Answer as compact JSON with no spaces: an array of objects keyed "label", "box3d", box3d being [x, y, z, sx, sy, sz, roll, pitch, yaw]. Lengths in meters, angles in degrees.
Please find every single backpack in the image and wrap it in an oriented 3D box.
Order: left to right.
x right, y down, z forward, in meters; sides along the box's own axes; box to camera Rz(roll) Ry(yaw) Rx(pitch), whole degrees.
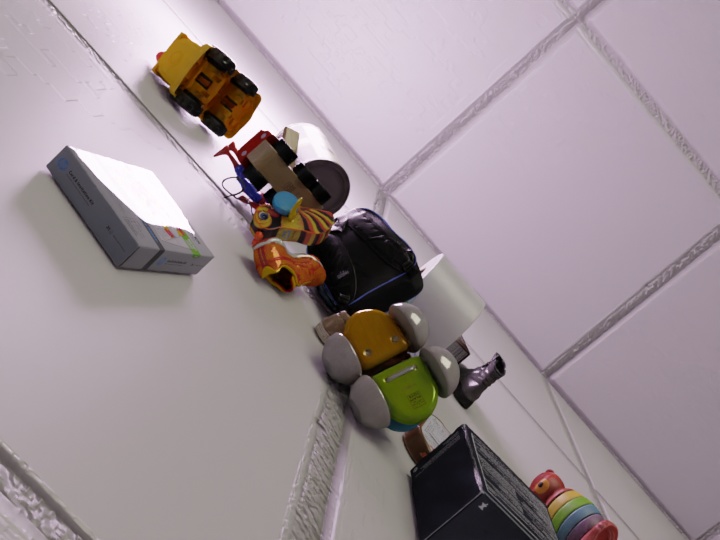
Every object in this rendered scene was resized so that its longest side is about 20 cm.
[{"label":"backpack","box3d":[0.000,0.000,1.673,0.200,0.182,0.147,53,-12,36]}]

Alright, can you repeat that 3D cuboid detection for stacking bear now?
[{"label":"stacking bear","box3d":[0.426,0.500,1.870,0.114,0.122,0.200,35,10,-46]}]

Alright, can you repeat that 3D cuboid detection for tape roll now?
[{"label":"tape roll","box3d":[0.141,0.082,1.881,0.139,0.202,0.203,48,11,-4]}]

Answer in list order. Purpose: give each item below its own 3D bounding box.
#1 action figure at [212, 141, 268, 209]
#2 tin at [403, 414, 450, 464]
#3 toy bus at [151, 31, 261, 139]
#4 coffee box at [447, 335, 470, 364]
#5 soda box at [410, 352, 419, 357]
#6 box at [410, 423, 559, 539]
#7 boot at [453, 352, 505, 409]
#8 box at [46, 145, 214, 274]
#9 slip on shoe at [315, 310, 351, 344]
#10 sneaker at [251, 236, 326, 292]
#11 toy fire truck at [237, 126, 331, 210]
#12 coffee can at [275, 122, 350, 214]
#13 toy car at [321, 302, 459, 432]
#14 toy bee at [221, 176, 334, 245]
[{"label":"action figure","box3d":[-0.199,-0.143,1.687,0.201,0.052,0.065,53,15,-8]},{"label":"tin","box3d":[0.127,0.299,1.520,0.112,0.042,0.200,47,10,7]},{"label":"toy bus","box3d":[-0.327,-0.385,1.843,0.192,0.136,0.200,37,-1,37]},{"label":"coffee box","box3d":[0.154,0.129,2.095,0.200,0.080,0.115,45,12,-21]},{"label":"soda box","box3d":[0.072,0.158,1.702,0.068,0.063,0.200,43,12,-23]},{"label":"box","box3d":[0.180,0.360,1.282,0.200,0.123,0.199,45,10,-12]},{"label":"boot","box3d":[0.277,0.237,2.085,0.070,0.132,0.200,46,11,-12]},{"label":"box","box3d":[-0.279,-0.069,1.124,0.156,0.041,0.200,52,10,13]},{"label":"slip on shoe","box3d":[0.000,0.121,1.545,0.200,0.061,0.076,38,15,-48]},{"label":"sneaker","box3d":[-0.118,0.007,1.497,0.200,0.072,0.078,22,51,-60]},{"label":"toy fire truck","box3d":[-0.150,-0.204,1.689,0.176,0.129,0.200,48,2,-41]},{"label":"coffee can","box3d":[-0.117,-0.225,2.037,0.146,0.146,0.200,42,12,-34]},{"label":"toy car","box3d":[0.043,0.163,1.400,0.201,0.174,0.151,55,-25,28]},{"label":"toy bee","box3d":[-0.148,-0.076,1.567,0.132,0.198,0.109,88,8,-49]}]
